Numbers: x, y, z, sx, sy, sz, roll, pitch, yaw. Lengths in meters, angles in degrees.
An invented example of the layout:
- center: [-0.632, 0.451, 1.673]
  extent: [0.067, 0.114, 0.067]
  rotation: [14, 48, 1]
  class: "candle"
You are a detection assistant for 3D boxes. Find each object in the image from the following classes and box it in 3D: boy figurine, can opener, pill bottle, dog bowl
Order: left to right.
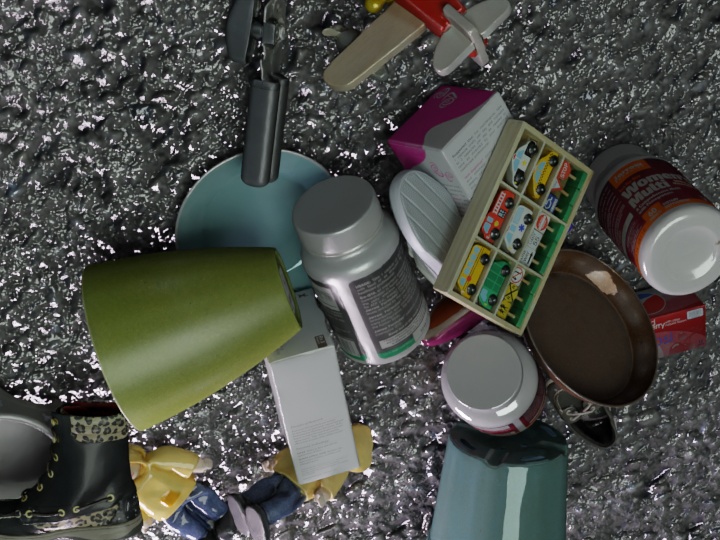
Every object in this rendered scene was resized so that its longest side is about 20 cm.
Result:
- center: [-0.419, 0.225, 1.605]
  extent: [0.199, 0.059, 0.201]
  rotation: [-7, 118, -12]
  class: "dog bowl"
- center: [-0.234, 0.260, 1.664]
  extent: [0.124, 0.065, 0.200]
  rotation: [-40, 123, 11]
  class: "boy figurine"
- center: [-0.112, -0.191, 1.467]
  extent: [0.067, 0.053, 0.201]
  rotation: [13, 108, 15]
  class: "can opener"
- center: [-0.067, 0.248, 1.687]
  extent: [0.200, 0.124, 0.065]
  rotation: [-31, 121, -34]
  class: "boy figurine"
- center: [0.000, 0.000, 1.540]
  extent: [0.113, 0.113, 0.200]
  rotation: [-24, 131, -2]
  class: "pill bottle"
- center: [0.155, 0.130, 1.624]
  extent: [0.113, 0.113, 0.200]
  rotation: [-32, 165, 3]
  class: "pill bottle"
- center: [0.330, -0.064, 1.573]
  extent: [0.109, 0.200, 0.110]
  rotation: [-6, 119, -12]
  class: "pill bottle"

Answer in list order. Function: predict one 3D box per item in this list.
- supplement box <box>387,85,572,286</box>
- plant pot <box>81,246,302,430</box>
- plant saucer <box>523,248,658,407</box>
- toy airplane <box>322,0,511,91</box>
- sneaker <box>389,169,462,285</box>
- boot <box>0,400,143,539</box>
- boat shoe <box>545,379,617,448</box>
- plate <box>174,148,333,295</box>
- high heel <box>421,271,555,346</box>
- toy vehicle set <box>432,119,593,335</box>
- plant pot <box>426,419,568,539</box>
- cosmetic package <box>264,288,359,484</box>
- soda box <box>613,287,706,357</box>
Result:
- center: [0.134, -0.095, 1.544]
  extent: [0.103, 0.101, 0.200]
  rotation: [-47, 124, -18]
  class: "supplement box"
- center: [-0.170, 0.051, 1.493]
  extent: [0.199, 0.187, 0.188]
  rotation: [-19, 121, 2]
  class: "plant pot"
- center: [0.259, 0.071, 1.617]
  extent: [0.200, 0.201, 0.034]
  rotation: [21, 145, -24]
  class: "plant saucer"
- center: [0.060, -0.280, 1.420]
  extent: [0.199, 0.141, 0.200]
  rotation: [0, 86, -1]
  class: "toy airplane"
- center: [0.078, -0.029, 1.526]
  extent: [0.073, 0.071, 0.200]
  rotation: [-51, 125, -26]
  class: "sneaker"
- center: [-0.346, 0.223, 1.555]
  extent: [0.202, 0.074, 0.155]
  rotation: [0, 106, -1]
  class: "boot"
- center: [0.282, 0.173, 1.717]
  extent: [0.067, 0.057, 0.200]
  rotation: [-24, 154, 14]
  class: "boat shoe"
- center: [-0.110, -0.048, 1.563]
  extent: [0.199, 0.026, 0.201]
  rotation: [-7, 120, -12]
  class: "plate"
- center: [0.158, 0.053, 1.634]
  extent: [0.200, 0.067, 0.096]
  rotation: [-36, 115, -22]
  class: "high heel"
- center: [0.166, -0.045, 1.498]
  extent: [0.124, 0.026, 0.201]
  rotation: [27, 85, -37]
  class: "toy vehicle set"
- center: [0.176, 0.296, 1.741]
  extent: [0.199, 0.200, 0.197]
  rotation: [-1, 109, -15]
  class: "plant pot"
- center: [-0.063, 0.135, 1.611]
  extent: [0.081, 0.113, 0.201]
  rotation: [-17, 127, -6]
  class: "cosmetic package"
- center: [0.322, 0.075, 1.721]
  extent: [0.199, 0.070, 0.064]
  rotation: [-14, 121, -8]
  class: "soda box"
